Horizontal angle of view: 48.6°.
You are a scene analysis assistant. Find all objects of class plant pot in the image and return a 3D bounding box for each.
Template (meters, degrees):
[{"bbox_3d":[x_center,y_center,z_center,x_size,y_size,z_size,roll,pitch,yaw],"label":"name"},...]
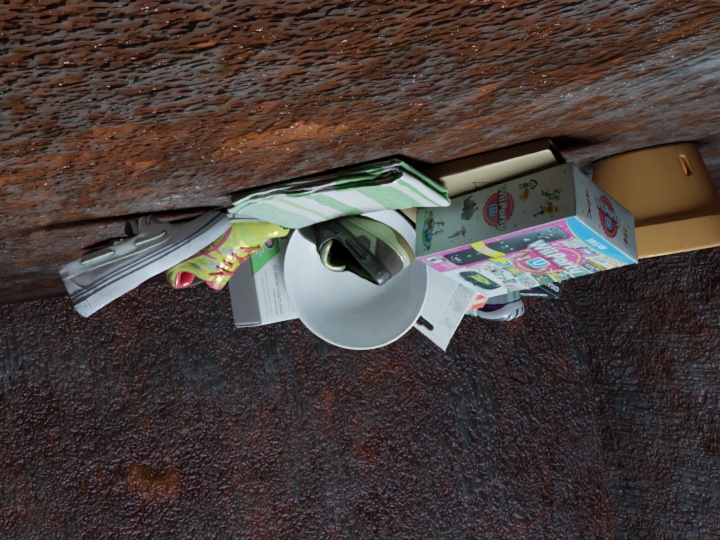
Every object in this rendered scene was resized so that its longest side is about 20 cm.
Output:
[{"bbox_3d":[0.401,-0.092,1.101,0.197,0.142,0.200,-9,179,0],"label":"plant pot"}]

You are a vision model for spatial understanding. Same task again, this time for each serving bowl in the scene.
[{"bbox_3d":[0.000,0.000,1.064,0.198,0.203,0.066,-9,-172,16],"label":"serving bowl"}]

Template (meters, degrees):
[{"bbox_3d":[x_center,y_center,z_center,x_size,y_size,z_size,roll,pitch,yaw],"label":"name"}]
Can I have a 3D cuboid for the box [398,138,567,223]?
[{"bbox_3d":[0.144,-0.082,0.897,0.198,0.022,0.163,-9,156,31],"label":"box"}]

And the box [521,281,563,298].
[{"bbox_3d":[0.212,-0.007,1.319,0.158,0.046,0.199,28,166,-29],"label":"box"}]

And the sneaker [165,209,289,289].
[{"bbox_3d":[-0.165,-0.025,0.982,0.198,0.092,0.078,-11,177,31],"label":"sneaker"}]

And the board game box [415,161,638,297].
[{"bbox_3d":[0.182,-0.038,0.886,0.199,0.065,0.147,-17,151,39],"label":"board game box"}]

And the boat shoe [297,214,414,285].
[{"bbox_3d":[-0.023,-0.032,0.943,0.066,0.072,0.200,-44,-141,-21],"label":"boat shoe"}]

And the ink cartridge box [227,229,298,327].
[{"bbox_3d":[-0.090,-0.007,1.158,0.198,0.148,0.084,-10,180,-38],"label":"ink cartridge box"}]

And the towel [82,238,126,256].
[{"bbox_3d":[-0.292,-0.030,1.163,0.198,0.035,0.132,-9,180,-37],"label":"towel"}]

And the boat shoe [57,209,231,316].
[{"bbox_3d":[-0.229,-0.029,0.862,0.199,0.067,0.073,-36,-169,-36],"label":"boat shoe"}]

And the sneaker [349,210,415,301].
[{"bbox_3d":[0.040,-0.035,1.154,0.201,0.075,0.078,-58,-165,-27],"label":"sneaker"}]

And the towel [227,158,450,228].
[{"bbox_3d":[-0.019,-0.073,0.837,0.198,0.024,0.152,-9,171,25],"label":"towel"}]

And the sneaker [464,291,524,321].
[{"bbox_3d":[0.141,0.014,1.127,0.198,0.089,0.074,6,-165,38],"label":"sneaker"}]

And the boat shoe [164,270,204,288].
[{"bbox_3d":[-0.225,-0.030,1.326,0.200,0.076,0.075,-10,-157,-6],"label":"boat shoe"}]

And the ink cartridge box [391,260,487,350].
[{"bbox_3d":[0.129,-0.007,1.059,0.109,0.201,0.050,38,-155,26],"label":"ink cartridge box"}]
